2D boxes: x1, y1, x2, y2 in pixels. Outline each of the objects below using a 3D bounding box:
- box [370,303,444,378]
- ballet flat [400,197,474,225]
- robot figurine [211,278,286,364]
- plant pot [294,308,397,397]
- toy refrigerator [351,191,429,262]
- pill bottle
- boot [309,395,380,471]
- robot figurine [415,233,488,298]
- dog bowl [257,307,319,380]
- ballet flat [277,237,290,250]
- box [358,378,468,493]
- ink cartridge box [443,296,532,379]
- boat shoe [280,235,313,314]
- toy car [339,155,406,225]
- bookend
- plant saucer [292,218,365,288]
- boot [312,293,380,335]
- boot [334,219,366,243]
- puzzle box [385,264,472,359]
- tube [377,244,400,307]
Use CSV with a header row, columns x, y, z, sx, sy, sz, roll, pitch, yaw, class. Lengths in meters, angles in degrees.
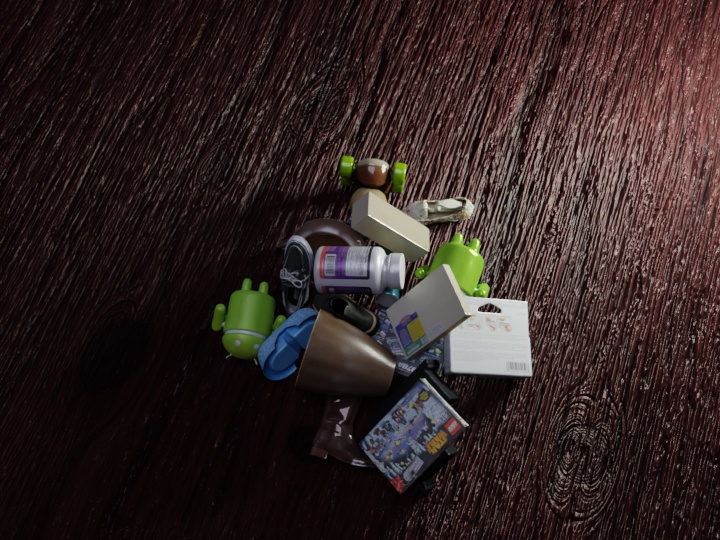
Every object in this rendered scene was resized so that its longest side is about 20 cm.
x,y,z,sx,sy,sz,roll,pitch,yaw,class
0.111,0.172,1.664,0.199,0.046,0.160,18,73,17,box
0.185,-0.155,1.774,0.198,0.064,0.076,-9,67,8,ballet flat
-0.271,0.126,1.717,0.174,0.116,0.201,12,69,-10,robot figurine
-0.025,0.206,1.577,0.199,0.187,0.188,18,71,0,plant pot
0.072,-0.101,1.700,0.070,0.199,0.076,-33,41,39,toy refrigerator
0.000,0.000,1.630,0.198,0.112,0.112,1,68,12,pill bottle
-0.010,0.346,1.612,0.185,0.064,0.201,11,66,13,boot
0.219,0.017,1.659,0.174,0.116,0.201,19,71,12,robot figurine
-0.164,0.171,1.684,0.200,0.112,0.050,-45,50,-7,dog bowl
-0.115,-0.078,1.808,0.199,0.067,0.047,-14,97,2,ballet flat
0.109,0.346,1.476,0.137,0.040,0.200,45,99,21,box
0.286,0.152,1.592,0.198,0.044,0.175,5,71,-14,ink cartridge box
-0.161,0.015,1.698,0.073,0.200,0.068,17,34,9,boat shoe
0.022,-0.171,1.777,0.163,0.158,0.202,8,82,2,toy car
0.151,0.333,1.534,0.200,0.092,0.199,-47,68,10,bookend
-0.080,-0.028,1.715,0.199,0.201,0.032,2,28,12,plant saucer
-0.062,0.079,1.663,0.199,0.138,0.078,16,78,38,boot
-0.077,-0.067,1.746,0.198,0.132,0.070,3,34,5,boot
0.150,0.095,1.586,0.200,0.025,0.134,-41,59,34,puzzle box
0.075,-0.001,1.725,0.077,0.051,0.201,1,46,6,tube
